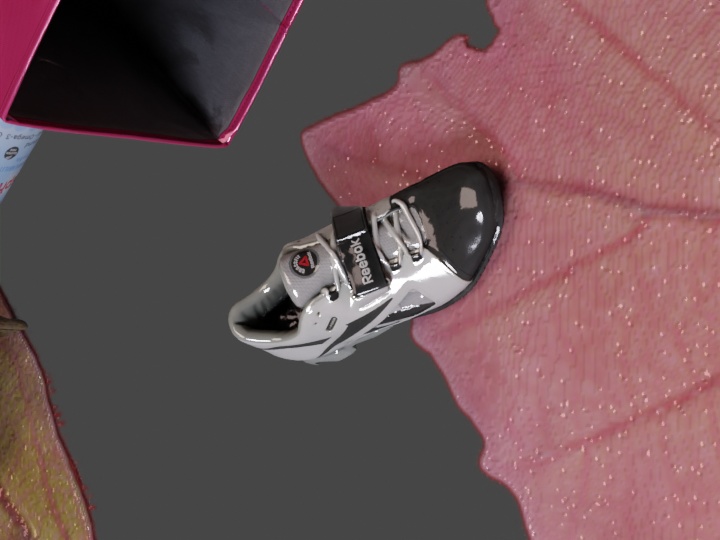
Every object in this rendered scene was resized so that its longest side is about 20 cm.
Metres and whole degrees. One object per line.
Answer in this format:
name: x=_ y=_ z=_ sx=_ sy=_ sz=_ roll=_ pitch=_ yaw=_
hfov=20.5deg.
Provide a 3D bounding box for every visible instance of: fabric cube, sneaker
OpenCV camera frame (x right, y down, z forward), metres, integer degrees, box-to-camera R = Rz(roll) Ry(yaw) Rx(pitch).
fabric cube: x=-0.164 y=-0.222 z=1.292 sx=0.200 sy=0.195 sz=0.201 roll=47 pitch=118 yaw=35
sneaker: x=0.000 y=0.000 z=1.206 sx=0.200 sy=0.088 sz=0.075 roll=-38 pitch=63 yaw=32

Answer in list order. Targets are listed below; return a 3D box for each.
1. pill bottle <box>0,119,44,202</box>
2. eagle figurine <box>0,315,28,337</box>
pill bottle: x=-0.299 y=-0.097 z=1.463 sx=0.109 sy=0.108 sz=0.201 roll=52 pitch=120 yaw=31
eagle figurine: x=-0.338 y=0.097 z=1.483 sx=0.152 sy=0.151 sz=0.200 roll=46 pitch=107 yaw=19
